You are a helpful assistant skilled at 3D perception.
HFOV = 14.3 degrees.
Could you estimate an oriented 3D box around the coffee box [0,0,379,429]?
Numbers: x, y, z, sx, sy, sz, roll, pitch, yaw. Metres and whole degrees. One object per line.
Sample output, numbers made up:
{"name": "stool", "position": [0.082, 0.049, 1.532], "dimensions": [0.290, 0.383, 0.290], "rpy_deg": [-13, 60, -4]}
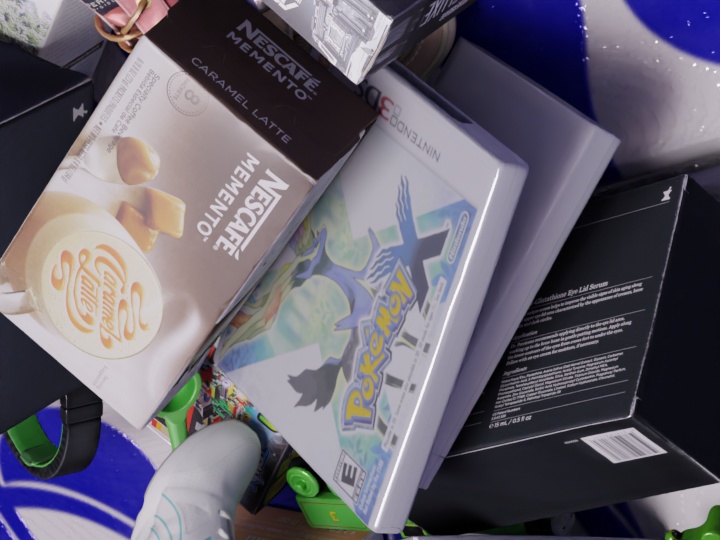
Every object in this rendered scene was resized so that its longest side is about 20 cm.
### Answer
{"name": "coffee box", "position": [-0.093, -0.032, 1.449], "dimensions": [0.114, 0.080, 0.200], "rpy_deg": [40, 128, 2]}

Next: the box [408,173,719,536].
{"name": "box", "position": [0.101, 0.048, 1.472], "dimensions": [0.079, 0.142, 0.199], "rpy_deg": [34, 147, -33]}

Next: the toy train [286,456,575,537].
{"name": "toy train", "position": [0.041, 0.129, 1.659], "dimensions": [0.199, 0.042, 0.057], "rpy_deg": [0, 127, 39]}

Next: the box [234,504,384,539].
{"name": "box", "position": [-0.089, 0.236, 1.718], "dimensions": [0.152, 0.200, 0.107], "rpy_deg": [6, 121, 35]}

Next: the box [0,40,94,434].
{"name": "box", "position": [-0.258, -0.034, 1.613], "dimensions": [0.198, 0.123, 0.201], "rpy_deg": [23, 126, 30]}

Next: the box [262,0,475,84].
{"name": "box", "position": [-0.021, -0.200, 1.407], "dimensions": [0.200, 0.158, 0.050], "rpy_deg": [42, 135, 9]}

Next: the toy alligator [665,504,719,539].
{"name": "toy alligator", "position": [0.180, 0.165, 1.543], "dimensions": [0.054, 0.059, 0.201], "rpy_deg": [12, 127, 11]}

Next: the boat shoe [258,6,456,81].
{"name": "boat shoe", "position": [-0.031, -0.113, 1.531], "dimensions": [0.199, 0.065, 0.073], "rpy_deg": [-15, 94, 46]}

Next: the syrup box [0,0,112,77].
{"name": "syrup box", "position": [-0.183, -0.161, 1.619], "dimensions": [0.079, 0.081, 0.200], "rpy_deg": [42, 135, 12]}

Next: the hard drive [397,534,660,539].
{"name": "hard drive", "position": [0.062, 0.172, 1.560], "dimensions": [0.134, 0.199, 0.043], "rpy_deg": [-20, 71, 43]}

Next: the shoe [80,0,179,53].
{"name": "shoe", "position": [-0.108, -0.129, 1.495], "dimensions": [0.071, 0.091, 0.201], "rpy_deg": [-16, 80, 51]}

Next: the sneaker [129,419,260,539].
{"name": "sneaker", "position": [-0.100, 0.173, 1.642], "dimensions": [0.080, 0.201, 0.071], "rpy_deg": [17, 145, 24]}

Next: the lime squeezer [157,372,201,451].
{"name": "lime squeezer", "position": [-0.124, 0.053, 1.687], "dimensions": [0.070, 0.038, 0.201], "rpy_deg": [-12, 98, 52]}

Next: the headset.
{"name": "headset", "position": [-0.207, 0.031, 1.737], "dimensions": [0.123, 0.093, 0.201], "rpy_deg": [29, 124, 53]}

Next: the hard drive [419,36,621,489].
{"name": "hard drive", "position": [0.042, -0.006, 1.463], "dimensions": [0.132, 0.027, 0.201], "rpy_deg": [39, 104, 51]}

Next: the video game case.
{"name": "video game case", "position": [0.000, 0.000, 1.438], "dimensions": [0.182, 0.022, 0.201], "rpy_deg": [42, 121, 50]}

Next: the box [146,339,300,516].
{"name": "box", "position": [-0.064, 0.043, 1.690], "dimensions": [0.110, 0.035, 0.200], "rpy_deg": [38, 135, 13]}
